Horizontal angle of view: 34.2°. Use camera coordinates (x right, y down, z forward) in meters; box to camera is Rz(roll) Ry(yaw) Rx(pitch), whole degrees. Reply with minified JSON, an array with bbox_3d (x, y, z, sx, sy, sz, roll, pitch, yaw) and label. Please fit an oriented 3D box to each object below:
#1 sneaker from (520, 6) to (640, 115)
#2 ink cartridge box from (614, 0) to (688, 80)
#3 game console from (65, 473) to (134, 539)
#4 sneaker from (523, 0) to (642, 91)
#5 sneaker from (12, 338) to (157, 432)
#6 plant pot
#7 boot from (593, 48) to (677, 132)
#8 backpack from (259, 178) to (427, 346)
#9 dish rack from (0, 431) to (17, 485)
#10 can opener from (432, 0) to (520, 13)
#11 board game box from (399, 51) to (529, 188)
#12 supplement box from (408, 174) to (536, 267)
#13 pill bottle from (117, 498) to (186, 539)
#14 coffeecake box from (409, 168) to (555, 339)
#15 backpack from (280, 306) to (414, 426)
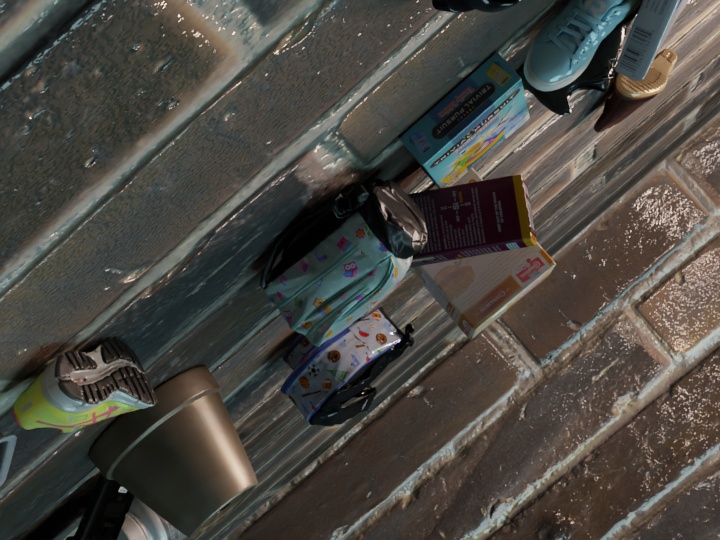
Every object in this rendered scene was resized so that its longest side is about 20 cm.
[{"bbox_3d":[0.298,-0.277,1.474,0.200,0.091,0.076,-44,166,13],"label":"sneaker"},{"bbox_3d":[0.375,-0.354,1.375,0.198,0.047,0.200,103,15,-46],"label":"ink cartridge box"},{"bbox_3d":[-0.436,0.372,1.770,0.200,0.116,0.176,79,31,-78],"label":"game console"},{"bbox_3d":[0.262,-0.296,1.347,0.200,0.074,0.082,-49,168,-9],"label":"sneaker"},{"bbox_3d":[-0.283,0.124,1.195,0.090,0.078,0.200,-34,165,13],"label":"sneaker"},{"bbox_3d":[-0.235,0.258,1.589,0.200,0.174,0.200,-39,169,-9],"label":"plant pot"},{"bbox_3d":[0.450,-0.286,1.978,0.200,0.072,0.166,-34,166,-45],"label":"boot"},{"bbox_3d":[-0.021,-0.008,1.379,0.200,0.127,0.167,-40,173,16],"label":"backpack"},{"bbox_3d":[-0.433,0.222,1.130,0.200,0.044,0.172,-32,166,-34],"label":"dish rack"},{"bbox_3d":[0.148,-0.291,1.048,0.200,0.079,0.064,-38,130,-26],"label":"can opener"},{"bbox_3d":[0.133,-0.175,1.435,0.151,0.047,0.200,-41,169,5],"label":"board game box"},{"bbox_3d":[0.121,-0.060,1.518,0.199,0.086,0.110,-9,175,11],"label":"supplement box"},{"bbox_3d":[-0.340,0.418,2.016,0.200,0.114,0.114,-31,166,-41],"label":"pill bottle"},{"bbox_3d":[0.154,-0.028,1.679,0.153,0.200,0.073,-38,169,-10],"label":"coffeecake box"},{"bbox_3d":[-0.037,0.150,1.879,0.190,0.154,0.200,-40,166,-46],"label":"backpack"}]
